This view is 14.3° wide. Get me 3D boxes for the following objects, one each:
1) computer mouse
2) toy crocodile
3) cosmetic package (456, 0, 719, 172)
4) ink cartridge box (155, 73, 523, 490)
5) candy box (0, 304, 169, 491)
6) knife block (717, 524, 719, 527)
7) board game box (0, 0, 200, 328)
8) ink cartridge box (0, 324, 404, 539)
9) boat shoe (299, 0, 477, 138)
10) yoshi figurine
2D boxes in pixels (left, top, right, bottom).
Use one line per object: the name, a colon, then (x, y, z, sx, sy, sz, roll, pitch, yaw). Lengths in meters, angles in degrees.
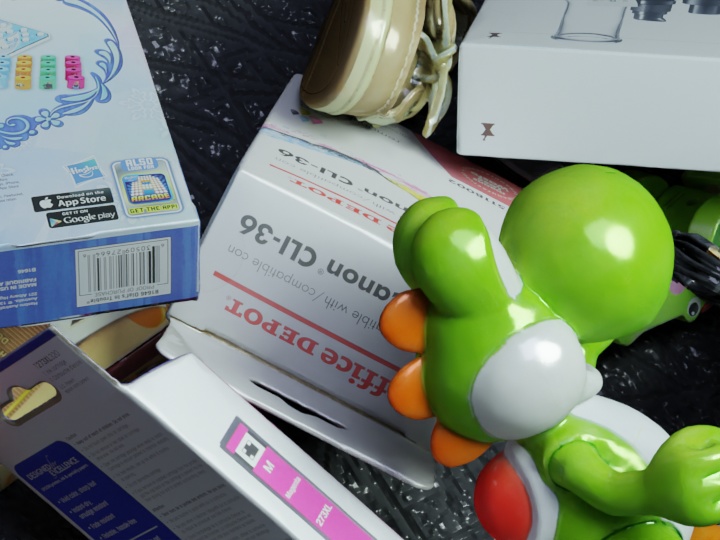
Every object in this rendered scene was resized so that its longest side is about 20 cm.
computer mouse: (0.101, -0.031, 1.136, 0.059, 0.200, 0.034, 37, 90, -34)
toy crocodile: (0.158, -0.029, 1.211, 0.067, 0.062, 0.200, 13, 44, 42)
cosmetic package: (0.147, -0.084, 1.155, 0.199, 0.052, 0.151, 4, 23, 9)
ink cartridge box: (0.000, 0.000, 1.070, 0.116, 0.068, 0.200, 26, 18, -2)
candy box: (-0.165, -0.021, 1.098, 0.115, 0.055, 0.200, -36, 76, -32)
knife block: (0.213, 0.121, 1.125, 0.199, 0.064, 0.176, -14, 48, -43)
board game box: (-0.174, -0.054, 1.018, 0.199, 0.044, 0.199, -8, 44, -12)
ink cartridge box: (-0.050, 0.088, 1.010, 0.200, 0.095, 0.037, 41, 54, -15)
boat shoe: (0.018, -0.097, 1.141, 0.062, 0.074, 0.200, 23, 15, -3)
yoshi figurine: (0.089, 0.046, 0.978, 0.200, 0.112, 0.112, 58, 45, -24)
